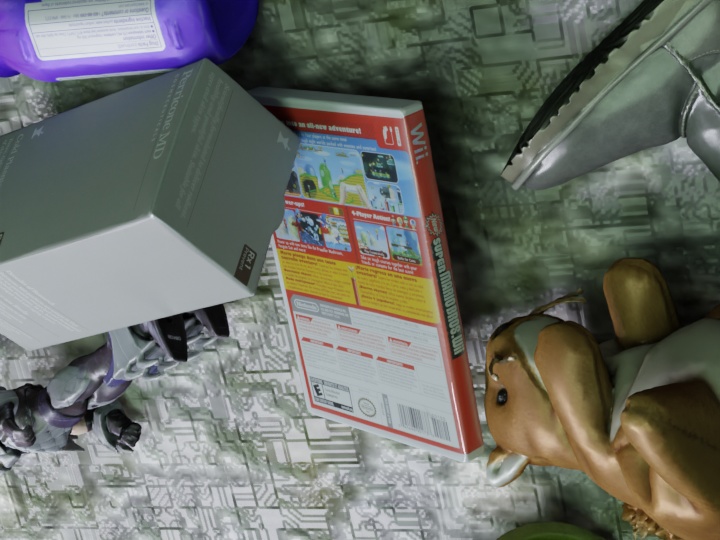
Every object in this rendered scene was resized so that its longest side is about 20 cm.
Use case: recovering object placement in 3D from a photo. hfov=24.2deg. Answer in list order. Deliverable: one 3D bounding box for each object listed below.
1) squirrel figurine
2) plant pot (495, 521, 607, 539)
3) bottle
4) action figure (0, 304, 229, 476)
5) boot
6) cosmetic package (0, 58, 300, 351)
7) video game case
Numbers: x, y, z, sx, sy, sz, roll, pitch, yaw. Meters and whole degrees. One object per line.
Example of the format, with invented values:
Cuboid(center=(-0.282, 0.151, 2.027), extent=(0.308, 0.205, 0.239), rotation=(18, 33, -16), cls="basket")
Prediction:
Cuboid(center=(0.152, 0.092, 0.870), extent=(0.186, 0.142, 0.200), rotation=(-8, 127, 50), cls="squirrel figurine")
Cuboid(center=(0.072, 0.274, 0.990), extent=(0.200, 0.200, 0.190), rotation=(50, 134, -5), cls="plant pot")
Cuboid(center=(-0.158, -0.144, 0.934), extent=(0.198, 0.084, 0.066), rotation=(-1, 124, 24), cls="bottle")
Cuboid(center=(-0.172, 0.075, 1.027), extent=(0.199, 0.130, 0.070), rotation=(-37, 72, 27), cls="action figure")
Cuboid(center=(0.194, -0.044, 0.850), extent=(0.200, 0.073, 0.182), rotation=(42, 124, -8), cls="boot")
Cuboid(center=(-0.137, -0.032, 0.932), extent=(0.199, 0.108, 0.090), rotation=(-18, 137, 41), cls="cosmetic package")
Cuboid(center=(0.000, 0.000, 0.934), extent=(0.142, 0.017, 0.202), rotation=(12, 120, 49), cls="video game case")
